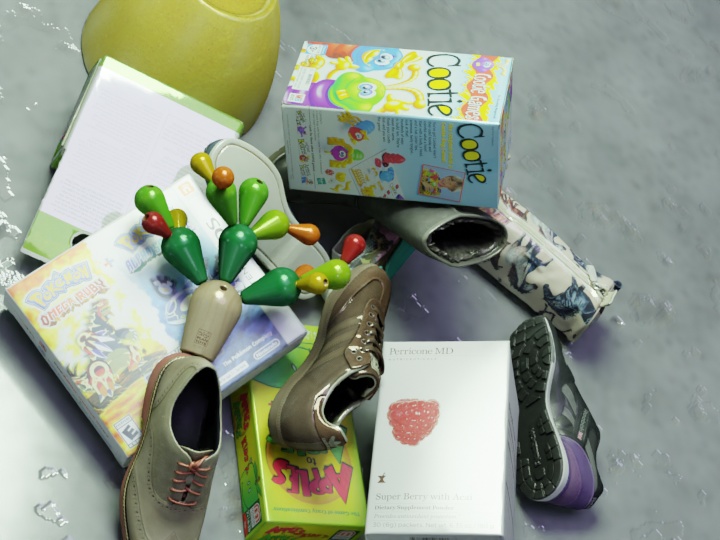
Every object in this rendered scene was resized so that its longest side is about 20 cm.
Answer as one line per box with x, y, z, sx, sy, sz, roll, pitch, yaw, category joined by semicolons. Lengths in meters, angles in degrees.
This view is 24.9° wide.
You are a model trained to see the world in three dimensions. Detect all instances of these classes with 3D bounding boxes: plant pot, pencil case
-0.158;-0.245;1.610;0.200;0.142;0.200;16;51;-22;plant pot
0.175;-0.018;1.697;0.200;0.089;0.078;41;48;0;pencil case

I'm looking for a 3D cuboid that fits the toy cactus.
-0.106;-0.003;1.390;0.200;0.102;0.165;23;77;-15;toy cactus

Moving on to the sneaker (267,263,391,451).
-0.005;0.081;1.442;0.200;0.075;0.070;-61;142;-30;sneaker

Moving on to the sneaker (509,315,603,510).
0.194;0.145;1.622;0.087;0.076;0.200;22;52;-37;sneaker

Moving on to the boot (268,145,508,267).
0.019;-0.061;1.573;0.182;0.073;0.200;-8;34;-25;boot

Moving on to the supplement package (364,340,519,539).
0.076;0.176;1.452;0.121;0.120;0.200;-1;52;9;supplement package

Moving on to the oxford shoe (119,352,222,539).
-0.152;0.167;1.334;0.070;0.075;0.200;5;86;-24;oxford shoe

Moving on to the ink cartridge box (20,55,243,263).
-0.217;-0.074;1.507;0.148;0.076;0.200;25;74;-15;ink cartridge box

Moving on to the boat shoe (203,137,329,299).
-0.096;-0.052;1.508;0.075;0.062;0.200;-52;134;-12;boat shoe

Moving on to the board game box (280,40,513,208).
0.037;-0.137;1.521;0.200;0.105;0.103;6;44;10;board game box

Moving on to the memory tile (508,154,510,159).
0.053;-0.130;1.665;0.153;0.017;0.200;26;20;27;memory tile

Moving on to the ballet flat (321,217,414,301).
0.000;0.000;1.598;0.071;0.069;0.200;18;39;11;ballet flat

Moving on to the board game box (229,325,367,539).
-0.059;0.145;1.466;0.101;0.048;0.200;8;56;-28;board game box

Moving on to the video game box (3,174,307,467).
-0.178;0.040;1.422;0.200;0.047;0.182;-35;81;-22;video game box
